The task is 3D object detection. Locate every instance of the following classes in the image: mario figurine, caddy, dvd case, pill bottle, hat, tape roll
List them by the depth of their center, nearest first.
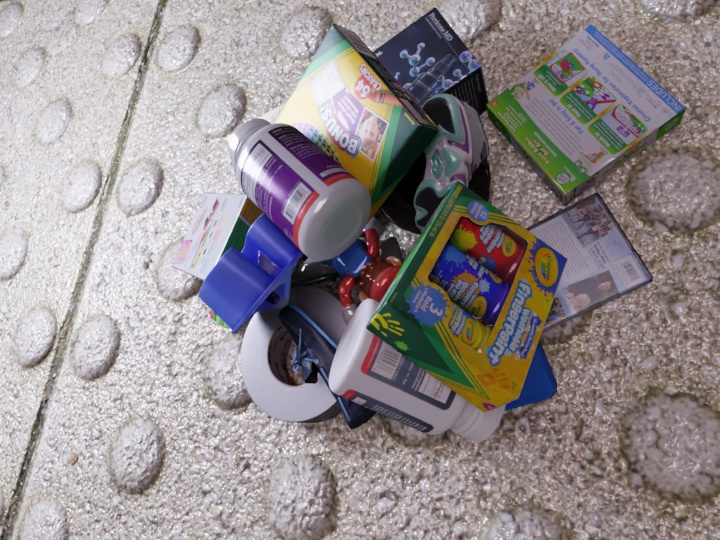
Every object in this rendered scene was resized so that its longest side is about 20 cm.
[{"bbox_3d":[0.071,0.129,0.632,0.197,0.120,0.121,26,82,-9],"label":"pill bottle"},{"bbox_3d":[-0.085,-0.113,0.669,0.113,0.112,0.200,-47,64,1],"label":"pill bottle"},{"bbox_3d":[-0.144,0.014,0.726,0.105,0.200,0.142,40,63,-6],"label":"caddy"},{"bbox_3d":[0.277,-0.004,0.726,0.197,0.018,0.145,-28,65,12],"label":"dvd case"},{"bbox_3d":[0.000,0.000,0.752,0.199,0.105,0.125,41,125,20],"label":"mario figurine"},{"bbox_3d":[0.097,-0.134,0.790,0.196,0.081,0.205,3,78,-14],"label":"hat"},{"bbox_3d":[-0.085,0.130,0.799,0.196,0.066,0.205,-6,72,20],"label":"tape roll"}]

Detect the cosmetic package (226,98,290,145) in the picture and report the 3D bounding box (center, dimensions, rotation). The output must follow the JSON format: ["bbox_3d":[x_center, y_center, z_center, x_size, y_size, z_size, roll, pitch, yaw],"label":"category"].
[{"bbox_3d":[-0.115,-0.214,0.855,0.197,0.073,0.105,-22,89,27],"label":"cosmetic package"}]

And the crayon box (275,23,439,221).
[{"bbox_3d":[-0.015,-0.195,0.708,0.173,0.058,0.201,-49,66,31],"label":"crayon box"}]

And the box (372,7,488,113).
[{"bbox_3d":[0.084,-0.289,0.840,0.198,0.107,0.150,-32,64,8],"label":"box"}]

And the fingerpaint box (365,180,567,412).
[{"bbox_3d":[0.127,0.024,0.588,0.166,0.074,0.201,35,58,0],"label":"fingerpaint box"}]

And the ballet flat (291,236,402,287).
[{"bbox_3d":[-0.031,-0.017,0.819,0.196,0.067,0.065,-9,89,11],"label":"ballet flat"}]

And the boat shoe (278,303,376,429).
[{"bbox_3d":[-0.056,0.127,0.705,0.069,0.084,0.200,-43,61,-9],"label":"boat shoe"}]

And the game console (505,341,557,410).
[{"bbox_3d":[0.151,0.102,0.732,0.197,0.119,0.172,-22,37,20],"label":"game console"}]

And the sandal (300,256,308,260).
[{"bbox_3d":[-0.115,-0.109,0.818,0.074,0.048,0.203,-17,103,26],"label":"sandal"}]

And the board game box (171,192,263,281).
[{"bbox_3d":[-0.247,-0.056,0.884,0.199,0.040,0.155,14,78,54],"label":"board game box"}]

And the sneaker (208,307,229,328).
[{"bbox_3d":[-0.185,0.021,0.874,0.077,0.084,0.200,42,108,-2],"label":"sneaker"}]

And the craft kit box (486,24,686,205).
[{"bbox_3d":[0.324,-0.233,0.766,0.196,0.049,0.202,-34,65,6],"label":"craft kit box"}]

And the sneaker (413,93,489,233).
[{"bbox_3d":[0.141,-0.137,0.723,0.077,0.139,0.204,15,110,36],"label":"sneaker"}]
